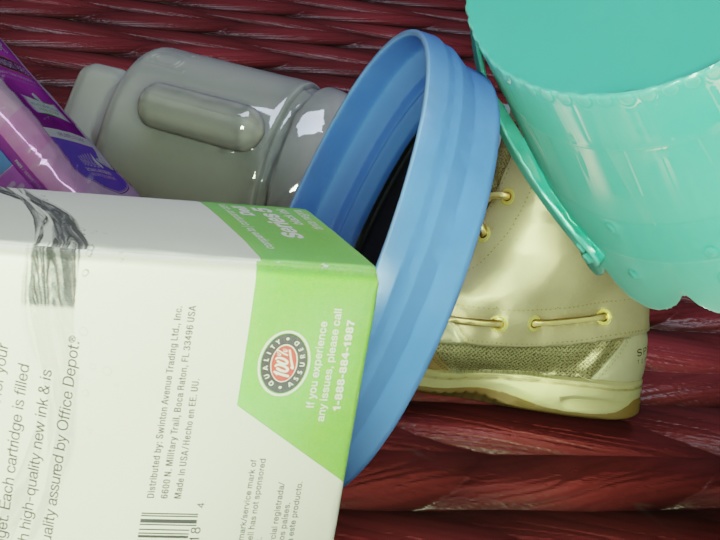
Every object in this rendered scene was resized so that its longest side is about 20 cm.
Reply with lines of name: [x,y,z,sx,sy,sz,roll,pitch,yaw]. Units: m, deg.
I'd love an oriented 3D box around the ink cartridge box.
ink cartridge box: [-0.108,0.050,0.794,0.198,0.147,0.084,4,16,-22]

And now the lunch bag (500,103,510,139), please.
lunch bag: [0.082,-0.052,1.416,0.159,0.078,0.200,4,16,-16]

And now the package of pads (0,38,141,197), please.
package of pads: [-0.167,-0.047,1.046,0.200,0.076,0.120,49,4,9]

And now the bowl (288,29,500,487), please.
bowl: [0.000,0.000,0.959,0.039,0.202,0.201,22,13,-14]

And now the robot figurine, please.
robot figurine: [-0.068,-0.054,1.254,0.198,0.114,0.170,15,-12,16]

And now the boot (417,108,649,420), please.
boot: [0.054,-0.018,1.115,0.198,0.157,0.073,10,8,-7]

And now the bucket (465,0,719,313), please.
bucket: [0.148,-0.102,0.976,0.206,0.208,0.135,25,-19,44]
